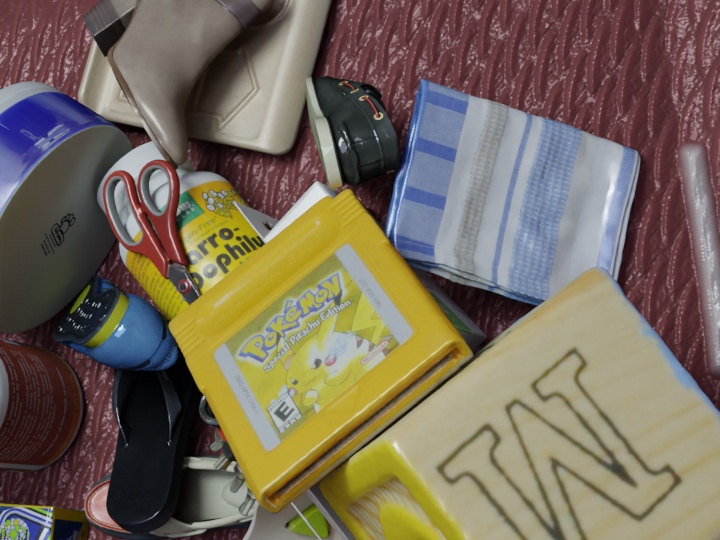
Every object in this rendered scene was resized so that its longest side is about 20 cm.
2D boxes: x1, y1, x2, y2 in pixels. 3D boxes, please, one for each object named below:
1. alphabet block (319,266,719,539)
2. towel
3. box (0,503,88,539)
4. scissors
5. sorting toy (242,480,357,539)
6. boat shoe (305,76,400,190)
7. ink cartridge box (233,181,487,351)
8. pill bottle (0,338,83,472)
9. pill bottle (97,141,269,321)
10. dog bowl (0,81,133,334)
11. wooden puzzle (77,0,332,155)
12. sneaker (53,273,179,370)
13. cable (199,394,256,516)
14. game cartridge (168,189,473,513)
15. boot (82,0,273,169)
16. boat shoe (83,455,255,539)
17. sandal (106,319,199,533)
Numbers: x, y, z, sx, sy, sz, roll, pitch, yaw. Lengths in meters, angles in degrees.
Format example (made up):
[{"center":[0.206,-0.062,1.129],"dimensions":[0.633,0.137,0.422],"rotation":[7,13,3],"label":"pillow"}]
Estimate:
[{"center":[0.121,0.150,0.997],"dimensions":[0.200,0.195,0.197],"rotation":[-36,84,-23],"label":"alphabet block"},{"center":[0.121,-0.052,1.115],"dimensions":[0.199,0.024,0.147],"rotation":[16,82,-19],"label":"towel"},{"center":[-0.339,0.230,1.237],"dimensions":[0.199,0.070,0.065],"rotation":[0,78,16],"label":"box"},{"center":[-0.147,0.006,1.135],"dimensions":[0.073,0.014,0.201],"rotation":[-26,80,23],"label":"scissors"},{"center":[-0.025,0.254,1.129],"dimensions":[0.180,0.107,0.200],"rotation":[-40,86,23],"label":"sorting toy"},{"center":[-0.009,-0.115,1.153],"dimensions":[0.063,0.201,0.074],"rotation":[-15,110,-3],"label":"boat shoe"},{"center":[0.000,0.000,1.150],"dimensions":[0.067,0.117,0.200],"rotation":[-46,72,8],"label":"ink cartridge box"},{"center":[-0.320,0.107,1.185],"dimensions":[0.112,0.200,0.113],"rotation":[-3,79,16],"label":"pill bottle"},{"center":[-0.128,-0.010,1.194],"dimensions":[0.113,0.113,0.200],"rotation":[-42,71,6],"label":"pill bottle"},{"center":[-0.278,-0.051,1.201],"dimensions":[0.079,0.200,0.200],"rotation":[30,90,17],"label":"dog bowl"},{"center":[-0.131,-0.205,1.268],"dimensions":[0.199,0.046,0.186],"rotation":[13,85,14],"label":"wooden puzzle"},{"center":[-0.199,0.051,1.191],"dimensions":[0.078,0.200,0.066],"rotation":[34,82,-20],"label":"sneaker"},{"center":[-0.052,0.092,1.109],"dimensions":[0.200,0.050,0.097],"rotation":[-45,54,17],"label":"cable"},{"center":[-0.036,0.048,1.026],"dimensions":[0.176,0.032,0.200],"rotation":[-39,45,3],"label":"game cartridge"},{"center":[-0.138,-0.193,1.195],"dimensions":[0.146,0.070,0.200],"rotation":[-30,65,-4],"label":"boot"},{"center":[-0.144,0.188,1.191],"dimensions":[0.199,0.063,0.071],"rotation":[-6,81,17],"label":"boat shoe"},{"center":[-0.174,0.116,1.189],"dimensions":[0.076,0.043,0.201],"rotation":[-15,51,12],"label":"sandal"}]
